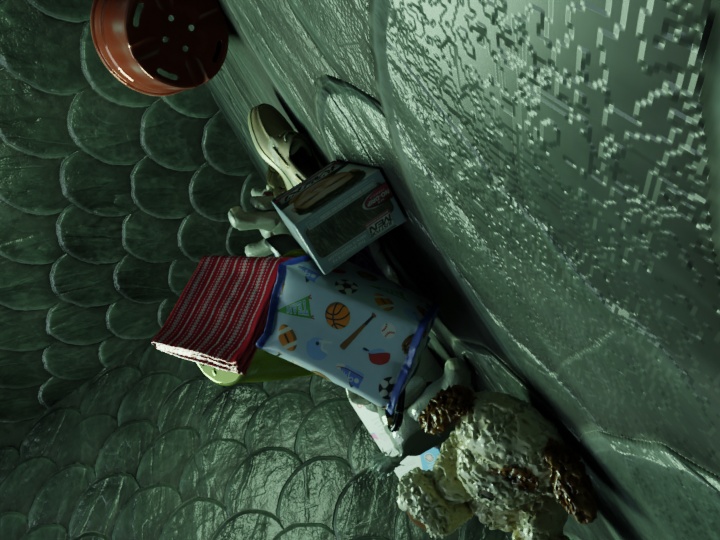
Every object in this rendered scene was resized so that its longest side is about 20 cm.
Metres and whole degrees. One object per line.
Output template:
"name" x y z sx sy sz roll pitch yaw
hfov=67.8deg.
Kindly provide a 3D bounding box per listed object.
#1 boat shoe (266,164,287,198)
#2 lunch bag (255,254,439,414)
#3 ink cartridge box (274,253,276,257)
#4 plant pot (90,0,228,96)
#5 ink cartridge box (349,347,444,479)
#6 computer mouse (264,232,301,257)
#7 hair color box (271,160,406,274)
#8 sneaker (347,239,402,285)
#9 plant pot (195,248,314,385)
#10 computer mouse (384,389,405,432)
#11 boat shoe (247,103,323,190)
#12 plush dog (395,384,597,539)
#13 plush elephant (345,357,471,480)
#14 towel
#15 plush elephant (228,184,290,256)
"boat shoe" -0.111 -0.156 0.901 0.067 0.072 0.201 27 -158 -31
"lunch bag" -0.001 0.058 0.623 0.168 0.126 0.200 24 -165 9
"ink cartridge box" -0.106 -0.023 1.252 0.200 0.144 0.085 50 175 49
"plant pot" -0.303 -0.371 0.838 0.195 0.200 0.202 34 160 52
"ink cartridge box" 0.090 0.241 0.945 0.128 0.125 0.202 -39 82 41
"computer mouse" -0.134 -0.044 1.028 0.140 0.046 0.200 43 180 28
"hair color box" -0.034 -0.068 0.596 0.061 0.098 0.200 58 174 -20
"sneaker" 0.000 0.000 0.785 0.201 0.083 0.081 59 173 -37
"plant pot" -0.138 0.077 0.784 0.192 0.201 0.202 -11 -120 -54
"computer mouse" 0.028 0.111 0.711 0.059 0.033 0.203 125 146 -48
"boat shoe" -0.097 -0.172 0.783 0.202 0.071 0.065 60 139 13
"plush dog" 0.143 0.188 0.520 0.198 0.161 0.173 21 141 28
"plush elephant" 0.064 0.184 0.785 0.165 0.199 0.155 50 -178 -46
"towel" -0.168 0.042 0.648 0.198 0.146 0.022 3 149 42
"plush elephant" -0.176 -0.141 1.141 0.165 0.197 0.157 67 -169 -58
